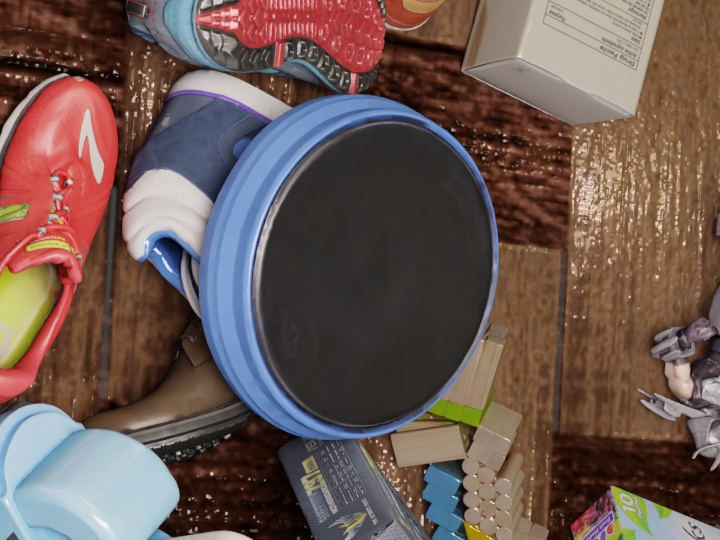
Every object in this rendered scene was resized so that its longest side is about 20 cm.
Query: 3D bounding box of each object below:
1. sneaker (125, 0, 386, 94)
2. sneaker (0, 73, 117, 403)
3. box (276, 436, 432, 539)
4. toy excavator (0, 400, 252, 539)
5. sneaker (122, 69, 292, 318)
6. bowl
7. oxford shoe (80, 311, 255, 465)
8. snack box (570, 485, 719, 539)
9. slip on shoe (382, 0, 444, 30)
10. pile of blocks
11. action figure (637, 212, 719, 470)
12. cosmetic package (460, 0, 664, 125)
[{"bbox_3d":[-0.061,-0.154,1.190,0.200,0.095,0.080,4,96,-56],"label":"sneaker"},{"bbox_3d":[-0.175,-0.015,1.114,0.077,0.085,0.201,22,77,-28],"label":"sneaker"},{"bbox_3d":[0.025,0.180,1.154,0.051,0.200,0.158,-35,108,-1],"label":"box"},{"bbox_3d":[-0.116,0.152,1.058,0.195,0.199,0.100,61,36,-13],"label":"toy excavator"},{"bbox_3d":[-0.047,-0.017,1.175,0.199,0.081,0.147,26,59,-17],"label":"sneaker"},{"bbox_3d":[0.000,0.000,1.141,0.200,0.039,0.202,-9,104,-38],"label":"bowl"},{"bbox_3d":[-0.091,0.060,1.178,0.199,0.073,0.085,-24,82,-30],"label":"oxford shoe"},{"bbox_3d":[0.241,0.238,1.316,0.199,0.053,0.143,23,34,-26],"label":"snack box"},{"bbox_3d":[0.025,-0.254,1.255,0.074,0.061,0.201,-5,89,-28],"label":"slip on shoe"},{"bbox_3d":[0.070,0.117,1.273,0.062,0.082,0.201,-48,130,-68],"label":"pile of blocks"},{"bbox_3d":[0.261,0.040,1.373,0.130,0.069,0.201,19,82,-33],"label":"action figure"},{"bbox_3d":[0.148,-0.208,1.316,0.105,0.071,0.201,24,76,-27],"label":"cosmetic package"}]
